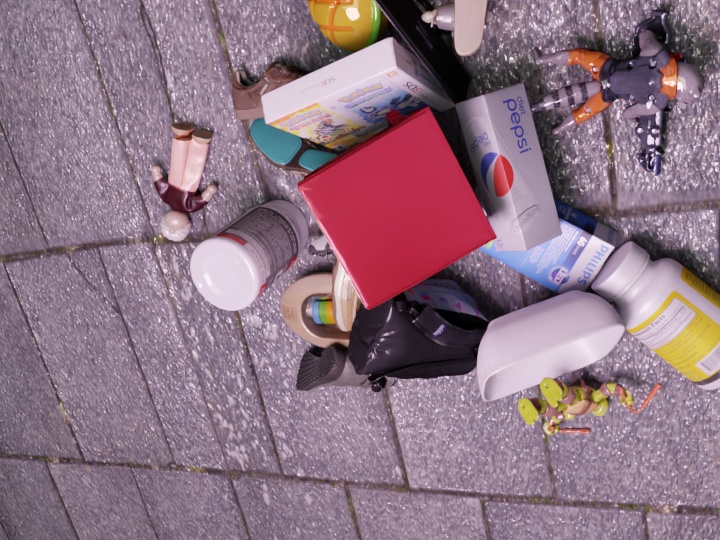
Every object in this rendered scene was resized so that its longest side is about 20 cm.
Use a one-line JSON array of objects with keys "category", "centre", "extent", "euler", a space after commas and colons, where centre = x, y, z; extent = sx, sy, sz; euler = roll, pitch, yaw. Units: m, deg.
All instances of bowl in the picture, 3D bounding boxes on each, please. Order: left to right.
[{"category": "bowl", "centre": [0.245, 0.099, 0.989], "extent": [0.199, 0.200, 0.075], "euler": [-20, 66, 1]}]

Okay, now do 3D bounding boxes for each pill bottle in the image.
[{"category": "pill bottle", "centre": [-0.162, -0.031, 1.117], "extent": [0.113, 0.200, 0.115], "euler": [9, 117, 19]}, {"category": "pill bottle", "centre": [0.410, 0.054, 0.959], "extent": [0.200, 0.111, 0.111], "euler": [39, 123, 3]}]

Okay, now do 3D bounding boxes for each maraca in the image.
[{"category": "maraca", "centre": [-0.022, -0.382, 0.948], "extent": [0.137, 0.106, 0.201], "euler": [-17, 92, 62]}]

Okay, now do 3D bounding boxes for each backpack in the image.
[{"category": "backpack", "centre": [0.093, 0.082, 1.058], "extent": [0.199, 0.127, 0.167], "euler": [5, 130, -28]}]

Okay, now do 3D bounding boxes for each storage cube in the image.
[{"category": "storage cube", "centre": [0.040, -0.084, 0.921], "extent": [0.179, 0.171, 0.201], "euler": [-30, 100, 4]}]

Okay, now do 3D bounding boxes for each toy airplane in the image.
[{"category": "toy airplane", "centre": [0.126, -0.395, 0.876], "extent": [0.199, 0.141, 0.200], "euler": [44, 87, -13]}]

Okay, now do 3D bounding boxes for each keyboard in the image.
[{"category": "keyboard", "centre": [0.078, -0.306, 0.924], "extent": [0.021, 0.128, 0.200], "euler": [-21, 128, 35]}]

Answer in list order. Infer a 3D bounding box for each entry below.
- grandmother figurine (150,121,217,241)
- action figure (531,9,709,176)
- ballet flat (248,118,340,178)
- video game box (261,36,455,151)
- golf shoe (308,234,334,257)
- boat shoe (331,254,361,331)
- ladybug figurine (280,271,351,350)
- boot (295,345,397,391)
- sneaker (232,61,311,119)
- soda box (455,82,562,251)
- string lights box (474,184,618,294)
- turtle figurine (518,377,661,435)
[{"category": "grandmother figurine", "centre": [-0.299, -0.142, 1.212], "extent": [0.121, 0.060, 0.201], "euler": [27, 119, 20]}, {"category": "action figure", "centre": [0.318, -0.202, 0.887], "extent": [0.192, 0.104, 0.201], "euler": [-2, 110, 35]}, {"category": "ballet flat", "centre": [-0.087, -0.162, 1.098], "extent": [0.199, 0.068, 0.075], "euler": [29, 161, 26]}, {"category": "video game box", "centre": [0.002, -0.225, 0.967], "extent": [0.199, 0.182, 0.047], "euler": [-16, 76, 29]}, {"category": "golf shoe", "centre": [0.001, -0.078, 1.110], "extent": [0.199, 0.078, 0.095], "euler": [-17, 88, 27]}, {"category": "boat shoe", "centre": [0.000, 0.000, 1.054], "extent": [0.076, 0.072, 0.201], "euler": [4, 117, 8]}, {"category": "ladybug figurine", "centre": [-0.037, 0.059, 1.180], "extent": [0.199, 0.072, 0.137], "euler": [4, 116, 21]}, {"category": "boot", "centre": [-0.024, 0.180, 1.225], "extent": [0.130, 0.068, 0.200], "euler": [18, 161, -21]}, {"category": "sneaker", "centre": [-0.105, -0.268, 1.060], "extent": [0.199, 0.070, 0.076], "euler": [-3, 107, 24]}, {"category": "soda box", "centre": [0.189, -0.128, 0.922], "extent": [0.063, 0.068, 0.201], "euler": [2, 111, 63]}, {"category": "string lights box", "centre": [0.241, -0.051, 1.014], "extent": [0.199, 0.059, 0.103], "euler": [30, 122, 8]}, {"category": "turtle figurine", "centre": [0.320, 0.188, 1.063], "extent": [0.200, 0.161, 0.065], "euler": [-38, 51, 44]}]
